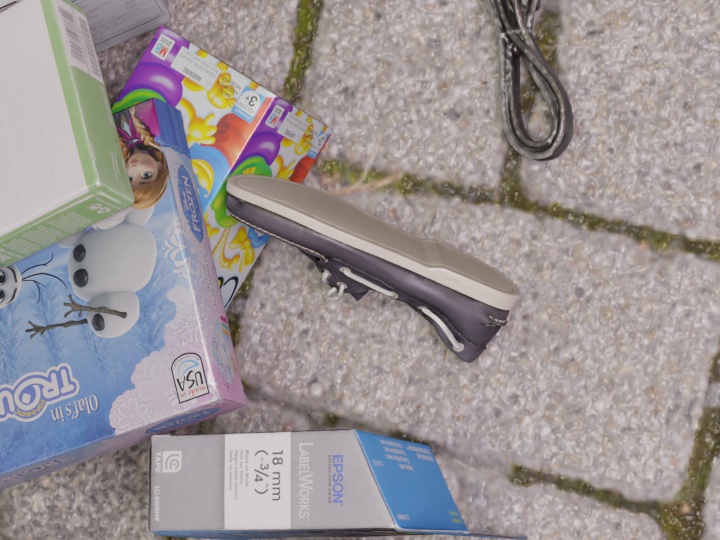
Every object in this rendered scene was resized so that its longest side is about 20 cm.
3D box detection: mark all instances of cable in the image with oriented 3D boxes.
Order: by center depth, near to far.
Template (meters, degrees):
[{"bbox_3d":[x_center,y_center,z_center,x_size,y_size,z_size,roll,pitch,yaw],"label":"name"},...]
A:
[{"bbox_3d":[0.095,-0.172,1.048,0.097,0.050,0.201,1,82,24],"label":"cable"}]

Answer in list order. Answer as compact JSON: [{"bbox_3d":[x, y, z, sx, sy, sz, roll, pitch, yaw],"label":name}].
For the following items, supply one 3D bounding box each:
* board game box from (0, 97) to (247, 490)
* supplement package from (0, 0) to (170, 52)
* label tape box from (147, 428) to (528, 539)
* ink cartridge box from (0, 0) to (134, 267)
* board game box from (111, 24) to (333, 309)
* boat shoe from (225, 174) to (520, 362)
[{"bbox_3d":[-0.186,0.018,1.018,0.199,0.043,0.200,-20,74,18],"label":"board game box"},{"bbox_3d":[-0.241,-0.251,1.064,0.147,0.200,0.192,-23,80,1],"label":"supplement package"},{"bbox_3d":[-0.010,0.134,0.995,0.199,0.144,0.064,-4,79,20],"label":"label tape box"},{"bbox_3d":[-0.251,-0.070,1.014,0.199,0.048,0.146,-25,68,17],"label":"ink cartridge box"},{"bbox_3d":[-0.126,-0.044,1.085,0.105,0.103,0.200,32,94,22],"label":"board game box"},{"bbox_3d":[0.000,0.000,1.023,0.199,0.073,0.063,23,108,-6],"label":"boat shoe"}]
